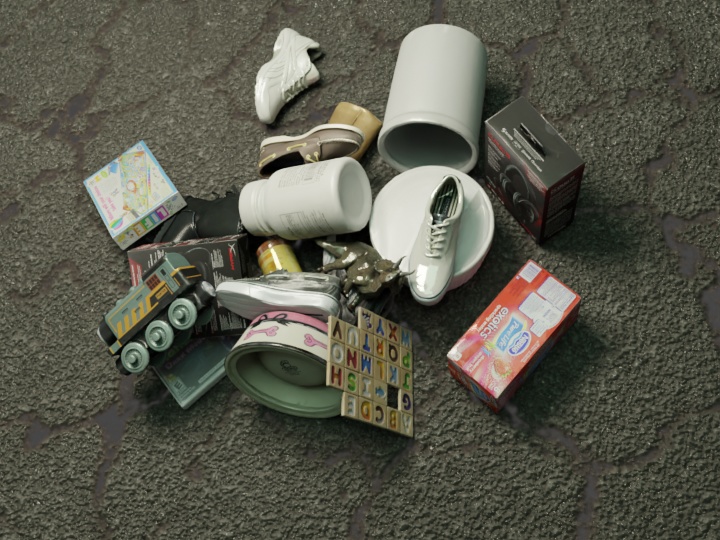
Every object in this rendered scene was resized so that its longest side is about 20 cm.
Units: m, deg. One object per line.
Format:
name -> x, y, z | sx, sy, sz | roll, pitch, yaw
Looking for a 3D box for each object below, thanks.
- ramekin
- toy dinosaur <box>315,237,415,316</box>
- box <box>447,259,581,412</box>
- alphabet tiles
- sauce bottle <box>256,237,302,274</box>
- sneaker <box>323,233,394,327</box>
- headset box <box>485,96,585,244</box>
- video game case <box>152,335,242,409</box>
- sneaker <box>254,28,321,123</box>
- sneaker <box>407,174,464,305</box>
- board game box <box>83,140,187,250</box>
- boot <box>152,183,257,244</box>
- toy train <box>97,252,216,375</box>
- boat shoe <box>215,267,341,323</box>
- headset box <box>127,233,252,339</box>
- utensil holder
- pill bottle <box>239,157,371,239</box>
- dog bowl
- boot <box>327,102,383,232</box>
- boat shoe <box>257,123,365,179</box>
ramekin -> 0.117, -0.057, 1.289 | 0.199, 0.094, 0.206 | -4, 65, 9
toy dinosaur -> 0.000, 0.000, 1.226 | 0.102, 0.078, 0.200 | -36, 39, -11
box -> 0.229, 0.099, 1.199 | 0.099, 0.096, 0.200 | 38, 78, 23
alphabet tiles -> 0.018, 0.142, 1.174 | 0.007, 0.199, 0.170 | -16, 61, 35
sauce bottle -> -0.110, 0.042, 1.301 | 0.065, 0.066, 0.202 | -25, 63, -2
sneaker -> -0.001, 0.018, 1.291 | 0.112, 0.076, 0.204 | -1, 72, 9
headset box -> 0.264, -0.155, 1.239 | 0.077, 0.201, 0.150 | -34, 66, -7
video game case -> -0.264, 0.096, 1.329 | 0.199, 0.023, 0.182 | -40, 66, -8
sneaker -> -0.128, -0.355, 1.475 | 0.098, 0.078, 0.203 | 15, 71, 12
sneaker -> 0.111, -0.051, 1.195 | 0.072, 0.071, 0.203 | 7, 68, 12
board game box -> -0.401, -0.137, 1.415 | 0.134, 0.034, 0.200 | -36, 47, -6
boot -> -0.255, -0.054, 1.350 | 0.160, 0.074, 0.201 | 1, 56, 22
toy train -> -0.307, 0.067, 1.203 | 0.199, 0.085, 0.115 | -40, 83, 15
boat shoe -> -0.118, 0.034, 1.192 | 0.197, 0.073, 0.072 | 7, 54, 17
headset box -> -0.271, 0.029, 1.270 | 0.196, 0.077, 0.152 | -6, 98, 8
utensil holder -> 0.125, -0.282, 1.347 | 0.167, 0.170, 0.203 | 5, 66, 12
pill bottle -> -0.091, -0.109, 1.277 | 0.197, 0.114, 0.116 | -5, 63, 32
dog bowl -> -0.098, 0.138, 1.194 | 0.197, 0.202, 0.075 | 8, 53, 13
boot -> -0.016, -0.183, 1.385 | 0.173, 0.066, 0.202 | 26, 72, 19
boat shoe -> -0.085, -0.194, 1.340 | 0.197, 0.072, 0.060 | -5, 56, 25
